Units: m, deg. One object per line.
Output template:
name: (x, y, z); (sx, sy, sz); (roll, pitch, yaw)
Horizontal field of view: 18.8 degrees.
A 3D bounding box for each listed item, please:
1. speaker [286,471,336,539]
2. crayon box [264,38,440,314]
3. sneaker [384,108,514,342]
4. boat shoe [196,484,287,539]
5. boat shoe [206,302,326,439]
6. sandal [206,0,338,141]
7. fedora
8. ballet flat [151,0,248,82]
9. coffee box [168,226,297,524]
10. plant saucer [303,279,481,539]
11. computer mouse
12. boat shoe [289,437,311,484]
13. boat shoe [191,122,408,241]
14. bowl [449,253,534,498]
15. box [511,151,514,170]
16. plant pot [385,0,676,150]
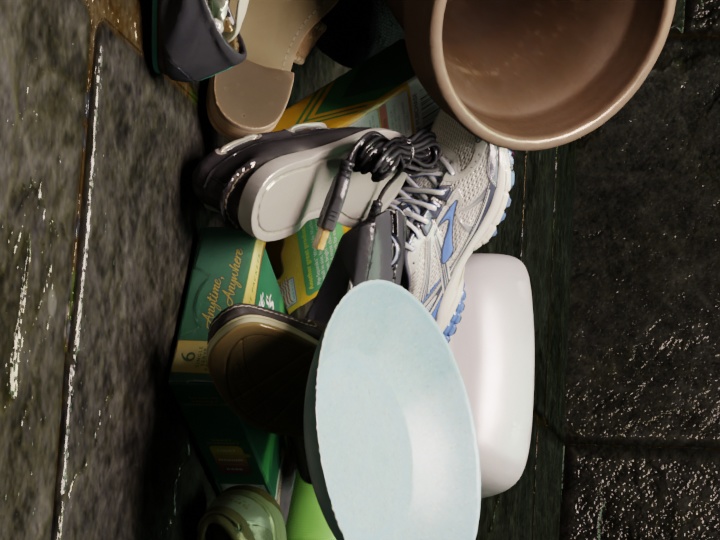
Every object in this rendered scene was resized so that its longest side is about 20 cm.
speaker: (-0.019, 0.156, 1.649); (0.089, 0.088, 0.202); (65, 29, -64)
crayon box: (-0.017, -0.065, 1.560); (0.200, 0.051, 0.126); (-34, 134, -31)
sneaker: (0.046, -0.032, 1.552); (0.085, 0.077, 0.201); (3, 108, -41)
boat shoe: (-0.075, 0.247, 1.447); (0.063, 0.073, 0.202); (-34, 122, -67)
boat shoe: (-0.036, 0.065, 1.389); (0.201, 0.072, 0.066); (34, 25, -46)
sandal: (-0.067, -0.164, 1.496); (0.070, 0.077, 0.213); (-51, -163, 54)
fedora: (0.009, -0.224, 1.652); (0.091, 0.200, 0.202); (-37, 135, -35)
ballet flat: (-0.097, -0.209, 1.292); (0.073, 0.072, 0.202); (-64, 152, -63)
coffee box: (-0.077, 0.075, 1.466); (0.201, 0.044, 0.124); (74, 23, -54)
plant saucer: (0.011, 0.108, 1.331); (0.201, 0.038, 0.203); (32, 52, -53)
computer mouse: (0.000, 0.000, 1.450); (0.201, 0.046, 0.140); (-65, 161, 9)
boat shoe: (0.016, 0.101, 1.554); (0.200, 0.073, 0.076); (-39, 112, -65)
boat shoe: (-0.035, -0.064, 1.450); (0.200, 0.060, 0.074); (-21, 131, -53)
bowl: (0.042, 0.084, 1.736); (0.074, 0.199, 0.201); (15, 71, -46)
box: (0.071, -0.178, 1.943); (0.148, 0.123, 0.202); (13, 79, -76)
plant pot: (0.094, -0.207, 1.509); (0.175, 0.199, 0.202); (43, -34, 52)
